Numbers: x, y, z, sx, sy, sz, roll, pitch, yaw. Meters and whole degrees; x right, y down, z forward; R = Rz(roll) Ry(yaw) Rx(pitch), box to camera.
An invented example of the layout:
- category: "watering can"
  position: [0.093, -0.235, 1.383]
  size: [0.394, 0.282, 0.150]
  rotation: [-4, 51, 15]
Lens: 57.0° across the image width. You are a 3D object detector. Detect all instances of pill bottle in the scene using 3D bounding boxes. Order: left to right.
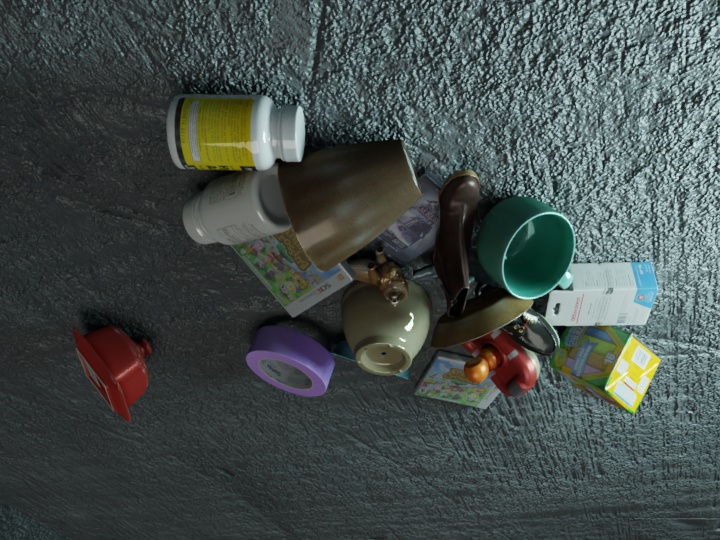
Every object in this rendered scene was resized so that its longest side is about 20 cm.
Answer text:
- category: "pill bottle"
  position: [-0.208, -0.106, 1.126]
  size: [0.196, 0.117, 0.114]
  rotation: [-10, 140, 37]
- category: "pill bottle"
  position: [-0.186, -0.211, 1.013]
  size: [0.193, 0.114, 0.113]
  rotation: [1, 141, 5]

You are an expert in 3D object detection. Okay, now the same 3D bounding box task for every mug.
- category: "mug"
  position: [0.276, -0.033, 1.137]
  size: [0.149, 0.115, 0.189]
  rotation: [-26, 123, -11]

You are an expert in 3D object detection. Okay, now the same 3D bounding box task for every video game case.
- category: "video game case"
  position: [-0.131, -0.025, 1.230]
  size: [0.180, 0.022, 0.201]
  rotation: [-30, 106, 36]
- category: "video game case"
  position: [0.093, -0.088, 1.199]
  size: [0.141, 0.019, 0.198]
  rotation: [32, 134, -28]
- category: "video game case"
  position: [0.247, 0.267, 1.597]
  size: [0.194, 0.023, 0.184]
  rotation: [13, 139, -9]

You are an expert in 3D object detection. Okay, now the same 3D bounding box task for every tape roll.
- category: "tape roll"
  position: [-0.159, 0.207, 1.502]
  size: [0.194, 0.067, 0.202]
  rotation: [17, 149, 10]

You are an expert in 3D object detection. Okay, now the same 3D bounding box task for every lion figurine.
- category: "lion figurine"
  position: [0.000, 0.000, 1.278]
  size: [0.195, 0.074, 0.123]
  rotation: [18, 156, 22]

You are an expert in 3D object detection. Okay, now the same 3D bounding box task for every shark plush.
- category: "shark plush"
  position: [0.197, -0.005, 1.233]
  size: [0.193, 0.085, 0.092]
  rotation: [6, 141, -1]

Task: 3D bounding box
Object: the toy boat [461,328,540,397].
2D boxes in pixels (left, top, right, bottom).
- category: "toy boat"
  position: [0.260, 0.179, 1.354]
  size: [0.129, 0.202, 0.131]
  rotation: [-29, 162, -30]

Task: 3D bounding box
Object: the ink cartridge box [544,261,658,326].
- category: "ink cartridge box"
  position: [0.454, 0.046, 1.276]
  size: [0.193, 0.068, 0.118]
  rotation: [-1, 141, 7]

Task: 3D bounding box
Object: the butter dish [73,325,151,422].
- category: "butter dish"
  position: [-0.554, 0.213, 1.542]
  size: [0.199, 0.147, 0.203]
  rotation: [41, 148, 21]

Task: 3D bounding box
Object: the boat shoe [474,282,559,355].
- category: "boat shoe"
  position: [0.301, 0.094, 1.280]
  size: [0.201, 0.063, 0.074]
  rotation: [43, 104, 5]

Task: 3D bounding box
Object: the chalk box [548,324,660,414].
- category: "chalk box"
  position: [0.479, 0.182, 1.357]
  size: [0.123, 0.126, 0.199]
  rotation: [33, 174, -29]

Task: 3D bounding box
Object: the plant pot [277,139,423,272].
- category: "plant pot"
  position: [-0.005, -0.126, 1.061]
  size: [0.195, 0.190, 0.188]
  rotation: [-23, 135, 12]

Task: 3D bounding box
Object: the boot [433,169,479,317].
- category: "boot"
  position: [0.167, -0.043, 1.094]
  size: [0.070, 0.170, 0.203]
  rotation: [0, 143, -7]

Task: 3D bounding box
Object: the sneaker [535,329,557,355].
- category: "sneaker"
  position: [0.334, 0.156, 1.425]
  size: [0.080, 0.077, 0.201]
  rotation: [37, 139, -2]

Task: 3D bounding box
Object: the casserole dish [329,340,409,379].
- category: "casserole dish"
  position: [0.026, 0.199, 1.496]
  size: [0.195, 0.040, 0.121]
  rotation: [22, 172, -16]

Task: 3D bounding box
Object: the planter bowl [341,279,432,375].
- category: "planter bowl"
  position: [0.051, 0.128, 1.367]
  size: [0.193, 0.138, 0.203]
  rotation: [3, 141, 2]

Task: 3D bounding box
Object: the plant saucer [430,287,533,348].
- category: "plant saucer"
  position: [0.207, 0.076, 1.170]
  size: [0.196, 0.199, 0.036]
  rotation: [-24, 94, 30]
